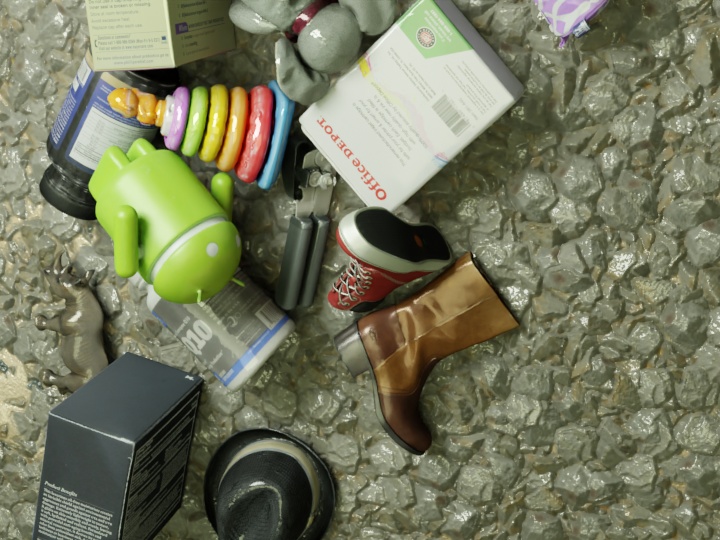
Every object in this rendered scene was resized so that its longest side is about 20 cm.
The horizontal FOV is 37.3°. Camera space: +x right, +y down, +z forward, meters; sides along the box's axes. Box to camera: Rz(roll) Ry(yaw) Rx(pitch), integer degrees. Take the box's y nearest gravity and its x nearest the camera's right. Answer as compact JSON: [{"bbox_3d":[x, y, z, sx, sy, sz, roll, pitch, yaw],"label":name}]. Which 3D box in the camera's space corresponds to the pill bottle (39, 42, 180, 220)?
[{"bbox_3d":[-0.299,-0.164,1.246,0.111,0.112,0.201,34,113,3],"label":"pill bottle"}]

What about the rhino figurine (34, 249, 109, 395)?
[{"bbox_3d":[-0.367,0.071,1.368,0.086,0.060,0.203,2,106,19],"label":"rhino figurine"}]

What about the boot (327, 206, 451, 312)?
[{"bbox_3d":[0.000,0.000,1.169,0.143,0.199,0.073,-32,70,23],"label":"boot"}]

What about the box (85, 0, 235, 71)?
[{"bbox_3d":[-0.216,-0.325,1.135,0.095,0.176,0.203,1,108,15],"label":"box"}]

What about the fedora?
[{"bbox_3d":[-0.130,0.304,1.352,0.197,0.092,0.204,5,108,15],"label":"fedora"}]

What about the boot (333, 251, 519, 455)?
[{"bbox_3d":[0.096,0.102,1.256,0.198,0.069,0.190,-30,98,10],"label":"boot"}]

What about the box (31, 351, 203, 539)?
[{"bbox_3d":[-0.299,0.238,1.325,0.121,0.200,0.201,18,110,10],"label":"box"}]

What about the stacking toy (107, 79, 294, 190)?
[{"bbox_3d":[-0.179,-0.164,1.170,0.197,0.116,0.111,10,110,-18],"label":"stacking toy"}]

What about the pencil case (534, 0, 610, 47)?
[{"bbox_3d":[0.176,-0.327,1.077,0.201,0.084,0.085,52,136,-3],"label":"pencil case"}]

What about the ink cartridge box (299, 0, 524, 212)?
[{"bbox_3d":[0.055,-0.178,1.153,0.200,0.084,0.145,-41,93,23],"label":"ink cartridge box"}]

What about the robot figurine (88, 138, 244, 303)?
[{"bbox_3d":[-0.211,-0.049,1.172,0.201,0.175,0.116,50,127,12],"label":"robot figurine"}]

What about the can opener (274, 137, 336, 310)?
[{"bbox_3d":[-0.066,-0.053,1.254,0.066,0.052,0.203,28,115,44],"label":"can opener"}]

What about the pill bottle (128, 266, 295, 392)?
[{"bbox_3d":[-0.183,0.037,1.274,0.200,0.114,0.114,44,113,0],"label":"pill bottle"}]

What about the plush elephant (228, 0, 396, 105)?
[{"bbox_3d":[-0.051,-0.276,1.116,0.164,0.201,0.155,-34,110,15],"label":"plush elephant"}]
